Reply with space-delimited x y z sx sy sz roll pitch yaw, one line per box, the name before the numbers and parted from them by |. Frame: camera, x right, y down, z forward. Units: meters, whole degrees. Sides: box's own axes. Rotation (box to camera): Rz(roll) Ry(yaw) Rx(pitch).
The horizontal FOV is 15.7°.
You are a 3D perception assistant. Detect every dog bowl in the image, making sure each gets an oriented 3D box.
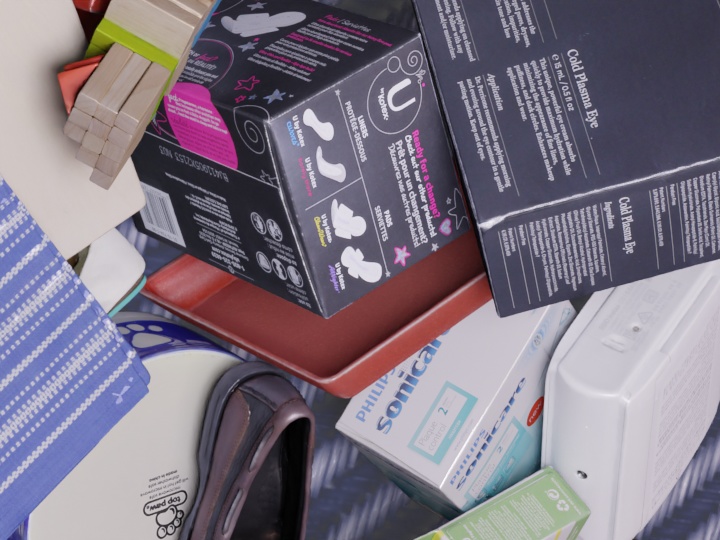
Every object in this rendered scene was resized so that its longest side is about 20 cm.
dog bowl | -0.135 0.131 1.569 0.199 0.079 0.201 -13 111 -34

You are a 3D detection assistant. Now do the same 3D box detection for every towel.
towel | -0.207 0.038 1.360 0.145 0.024 0.200 -47 121 -23

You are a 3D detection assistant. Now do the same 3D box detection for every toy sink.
toy sink | -0.223 -0.096 1.408 0.130 0.112 0.201 -37 128 -24

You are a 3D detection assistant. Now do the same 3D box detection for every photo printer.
photo printer | 0.178 0.081 1.678 0.167 0.069 0.200 -51 155 -32

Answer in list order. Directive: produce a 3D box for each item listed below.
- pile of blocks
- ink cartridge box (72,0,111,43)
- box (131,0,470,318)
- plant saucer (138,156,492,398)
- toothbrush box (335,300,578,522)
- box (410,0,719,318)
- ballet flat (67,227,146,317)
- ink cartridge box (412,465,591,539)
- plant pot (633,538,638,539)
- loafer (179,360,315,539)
pile of blocks | -0.111 -0.143 1.381 0.062 0.082 0.200 29 70 -1
ink cartridge box | -0.152 -0.181 1.436 0.050 0.109 0.201 5 101 -40
box | -0.049 -0.075 1.491 0.115 0.200 0.133 -31 122 -25
plant saucer | 0.000 0.000 1.554 0.200 0.199 0.037 -33 123 -26
toothbrush box | 0.078 0.082 1.665 0.147 0.085 0.200 -58 156 -9
box | 0.136 -0.100 1.471 0.181 0.201 0.104 -15 147 2
ballet flat | -0.187 0.033 1.476 0.200 0.069 0.070 -57 137 -50
ink cartridge box | 0.038 0.211 1.625 0.200 0.048 0.146 -25 153 -34
plant pot | 0.174 0.284 1.781 0.195 0.200 0.195 27 87 -41
loafer | -0.063 0.155 1.533 0.072 0.063 0.201 -8 114 -35
